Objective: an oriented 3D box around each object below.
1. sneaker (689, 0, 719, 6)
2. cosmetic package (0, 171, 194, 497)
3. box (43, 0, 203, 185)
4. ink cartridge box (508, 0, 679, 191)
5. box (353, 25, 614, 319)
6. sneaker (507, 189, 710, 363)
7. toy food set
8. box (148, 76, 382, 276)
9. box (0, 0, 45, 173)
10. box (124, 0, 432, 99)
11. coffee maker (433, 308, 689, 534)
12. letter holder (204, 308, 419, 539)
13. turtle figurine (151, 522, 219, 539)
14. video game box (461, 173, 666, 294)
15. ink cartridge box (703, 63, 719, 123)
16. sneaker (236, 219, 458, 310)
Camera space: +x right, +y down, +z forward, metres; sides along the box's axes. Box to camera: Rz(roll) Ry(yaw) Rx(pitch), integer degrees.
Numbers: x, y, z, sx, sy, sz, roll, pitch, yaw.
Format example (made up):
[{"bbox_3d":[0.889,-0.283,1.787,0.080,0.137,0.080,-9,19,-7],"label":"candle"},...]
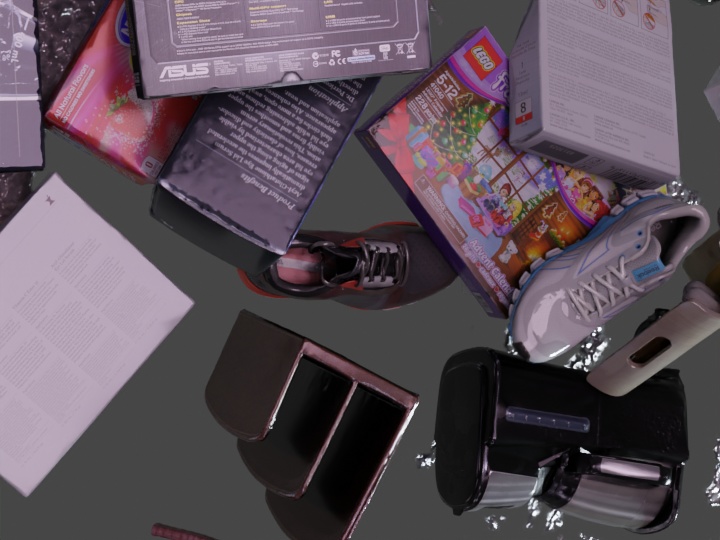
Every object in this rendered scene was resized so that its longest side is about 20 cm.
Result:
[{"bbox_3d":[0.274,-0.310,1.122,0.198,0.114,0.077,35,81,-16],"label":"sneaker"},{"bbox_3d":[-0.251,0.048,0.997,0.151,0.052,0.200,44,80,-18],"label":"cosmetic package"},{"bbox_3d":[-0.157,-0.175,0.990,0.099,0.095,0.202,31,84,-17],"label":"box"},{"bbox_3d":[0.195,-0.182,1.085,0.161,0.050,0.203,14,66,-32],"label":"ink cartridge box"},{"bbox_3d":[0.106,-0.080,1.071,0.137,0.039,0.201,-42,105,-13],"label":"box"},{"bbox_3d":[0.204,0.001,1.042,0.200,0.086,0.075,-42,106,-15],"label":"sneaker"},{"bbox_3d":[0.276,0.012,1.068,0.060,0.144,0.200,47,50,5],"label":"toy food set"},{"bbox_3d":[-0.064,-0.111,0.949,0.104,0.148,0.202,29,80,-7],"label":"box"},{"bbox_3d":[-0.327,-0.169,0.928,0.180,0.104,0.203,-4,95,-20],"label":"box"},{"bbox_3d":[-0.057,-0.201,0.843,0.197,0.048,0.161,-8,98,-13],"label":"box"},{"bbox_3d":[0.170,0.125,1.121,0.197,0.135,0.194,12,55,-20],"label":"coffee maker"},{"bbox_3d":[-0.059,0.124,0.990,0.100,0.200,0.144,28,85,-18],"label":"letter holder"},{"bbox_3d":[-0.100,0.299,1.023,0.191,0.201,0.145,-6,130,-22],"label":"turtle figurine"},{"bbox_3d":[0.176,-0.083,1.139,0.197,0.047,0.185,-10,99,-18],"label":"video game box"},{"bbox_3d":[0.371,-0.148,1.138,0.117,0.067,0.200,56,42,-14],"label":"ink cartridge box"},{"bbox_3d":[0.000,0.000,1.064,0.197,0.082,0.078,-3,95,-18],"label":"sneaker"}]
